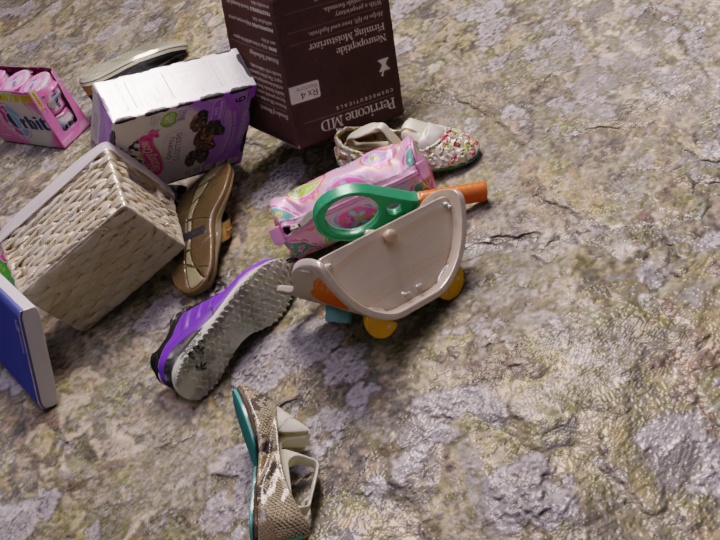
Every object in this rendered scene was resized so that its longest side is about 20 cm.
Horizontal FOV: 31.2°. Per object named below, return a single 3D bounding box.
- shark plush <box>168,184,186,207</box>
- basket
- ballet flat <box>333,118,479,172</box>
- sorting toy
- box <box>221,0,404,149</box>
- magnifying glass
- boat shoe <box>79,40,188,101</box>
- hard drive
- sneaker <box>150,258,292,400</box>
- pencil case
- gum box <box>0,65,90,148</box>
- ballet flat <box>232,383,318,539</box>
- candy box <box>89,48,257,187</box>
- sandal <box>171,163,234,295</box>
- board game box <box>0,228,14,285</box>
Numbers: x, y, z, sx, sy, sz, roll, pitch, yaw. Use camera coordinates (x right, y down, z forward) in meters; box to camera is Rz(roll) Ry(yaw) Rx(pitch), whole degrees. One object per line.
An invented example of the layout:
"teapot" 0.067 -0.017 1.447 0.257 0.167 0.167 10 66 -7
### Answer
"shark plush" -0.278 -0.114 1.767 0.083 0.091 0.200 -16 17 -38
"basket" -0.333 -0.036 1.609 0.200 0.136 0.123 -38 48 13
"ballet flat" 0.048 -0.153 1.579 0.200 0.064 0.076 -3 41 32
"sorting toy" 0.000 0.000 1.399 0.200 0.107 0.180 -28 15 -31
"box" -0.063 -0.289 1.666 0.166 0.200 0.164 -22 27 -25
"magnifying glass" 0.045 -0.075 1.461 0.200 0.080 0.022 -8 49 -3
"boat shoe" -0.362 -0.322 2.088 0.200 0.062 0.075 -33 27 -32
"hard drive" -0.430 0.072 1.584 0.025 0.132 0.200 -20 28 -28
"sneaker" -0.166 0.054 1.470 0.099 0.070 0.200 14 54 48
"pencil case" -0.011 -0.083 1.511 0.200 0.088 0.088 -23 35 8
"gum box" -0.539 -0.268 2.098 0.200 0.114 0.066 11 51 43
"ballet flat" -0.079 0.188 1.257 0.075 0.068 0.200 -8 41 -6
"candy box" -0.248 -0.189 1.680 0.200 0.168 0.072 -19 64 -24
"sandal" -0.194 -0.047 1.637 0.080 0.054 0.200 -17 51 27
"board game box" -0.542 -0.030 1.729 0.040 0.200 0.153 -15 38 21
